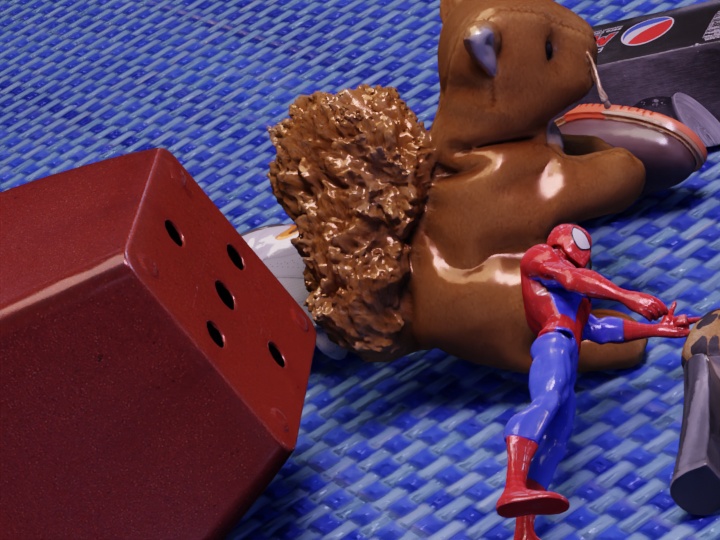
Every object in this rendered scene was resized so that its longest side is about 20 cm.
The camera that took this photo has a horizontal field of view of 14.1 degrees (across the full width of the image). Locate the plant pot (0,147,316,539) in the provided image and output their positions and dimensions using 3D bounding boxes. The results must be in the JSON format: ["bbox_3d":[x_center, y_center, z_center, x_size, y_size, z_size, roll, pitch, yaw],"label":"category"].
[{"bbox_3d":[-0.135,0.055,1.475,0.176,0.200,0.200,-34,20,19],"label":"plant pot"}]

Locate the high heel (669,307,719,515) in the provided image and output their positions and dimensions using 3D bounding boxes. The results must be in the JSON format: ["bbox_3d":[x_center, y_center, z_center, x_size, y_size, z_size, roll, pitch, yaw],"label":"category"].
[{"bbox_3d":[0.235,0.030,1.361,0.200,0.071,0.143,-24,28,28],"label":"high heel"}]

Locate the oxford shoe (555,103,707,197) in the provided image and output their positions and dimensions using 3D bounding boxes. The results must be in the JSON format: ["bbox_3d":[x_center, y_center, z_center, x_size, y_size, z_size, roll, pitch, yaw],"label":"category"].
[{"bbox_3d":[0.111,-0.043,1.676,0.200,0.071,0.073,-12,45,40],"label":"oxford shoe"}]

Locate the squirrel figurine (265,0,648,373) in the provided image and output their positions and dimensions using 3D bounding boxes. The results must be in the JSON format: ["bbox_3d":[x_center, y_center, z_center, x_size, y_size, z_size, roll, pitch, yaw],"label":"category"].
[{"bbox_3d":[0.049,-0.052,1.532,0.199,0.187,0.142,-5,22,-1],"label":"squirrel figurine"}]

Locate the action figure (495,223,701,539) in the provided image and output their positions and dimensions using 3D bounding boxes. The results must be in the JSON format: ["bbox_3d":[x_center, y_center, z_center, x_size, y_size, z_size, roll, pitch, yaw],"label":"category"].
[{"bbox_3d":[0.120,0.050,1.409,0.099,0.065,0.200,-3,46,8],"label":"action figure"}]

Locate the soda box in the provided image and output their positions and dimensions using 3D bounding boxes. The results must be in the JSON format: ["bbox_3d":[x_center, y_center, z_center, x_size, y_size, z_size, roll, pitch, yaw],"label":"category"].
[{"bbox_3d":[0.152,-0.107,1.740,0.199,0.071,0.063,-10,27,32],"label":"soda box"}]

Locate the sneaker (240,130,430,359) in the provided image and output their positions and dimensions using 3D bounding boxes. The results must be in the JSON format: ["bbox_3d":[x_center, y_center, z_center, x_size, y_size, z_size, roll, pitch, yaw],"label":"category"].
[{"bbox_3d":[0.000,0.000,1.653,0.200,0.076,0.092,-34,49,26],"label":"sneaker"}]
